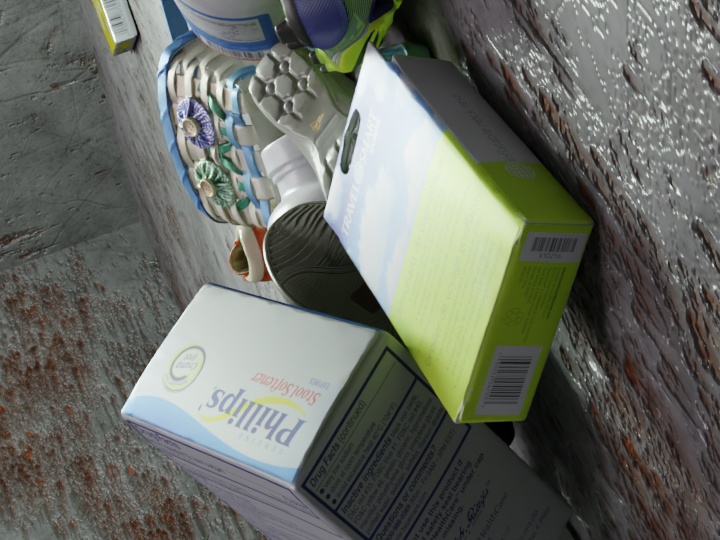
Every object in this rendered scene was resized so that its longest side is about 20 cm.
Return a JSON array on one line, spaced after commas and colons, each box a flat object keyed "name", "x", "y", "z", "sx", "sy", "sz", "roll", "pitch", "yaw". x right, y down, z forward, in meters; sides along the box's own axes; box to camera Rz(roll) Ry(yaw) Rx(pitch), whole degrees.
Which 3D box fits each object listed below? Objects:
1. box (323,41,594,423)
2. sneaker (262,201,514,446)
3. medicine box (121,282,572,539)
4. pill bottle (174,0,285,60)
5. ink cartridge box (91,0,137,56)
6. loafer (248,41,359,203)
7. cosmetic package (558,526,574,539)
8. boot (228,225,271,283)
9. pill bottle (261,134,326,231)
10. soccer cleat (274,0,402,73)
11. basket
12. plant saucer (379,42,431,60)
[{"name": "box", "x": 0.045, "y": -0.026, "z": 0.935, "sx": 0.200, "sy": 0.047, "sz": 0.123, "roll": -123, "pitch": 42, "yaw": -50}, {"name": "sneaker", "x": 0.014, "y": 0.041, "z": 1.108, "sx": 0.200, "sy": 0.075, "sz": 0.107, "roll": 42, "pitch": 165, "yaw": 38}, {"name": "medicine box", "x": -0.008, "y": 0.114, "z": 1.033, "sx": 0.181, "sy": 0.103, "sz": 0.200, "roll": 13, "pitch": 155, "yaw": 50}, {"name": "pill bottle", "x": -0.074, "y": -0.206, "z": 1.094, "sx": 0.200, "sy": 0.111, "sz": 0.113, "roll": 75, "pitch": 174, "yaw": -83}, {"name": "ink cartridge box", "x": -0.393, "y": -0.430, "z": 2.659, "sx": 0.200, "sy": 0.047, "sz": 0.199, "roll": 169, "pitch": 80, "yaw": -78}, {"name": "loafer", "x": 0.002, "y": -0.073, "z": 1.099, "sx": 0.070, "sy": 0.070, "sz": 0.201, "roll": 19, "pitch": -152, "yaw": -48}, {"name": "cosmetic package", "x": 0.095, "y": 0.247, "z": 1.164, "sx": 0.085, "sy": 0.107, "sz": 0.201, "roll": -124, "pitch": 15, "yaw": -53}, {"name": "boot", "x": -0.067, "y": -0.024, "z": 1.515, "sx": 0.200, "sy": 0.106, "sz": 0.076, "roll": 117, "pitch": 130, "yaw": -79}, {"name": "pill bottle", "x": 0.000, "y": 0.000, "z": 1.199, "sx": 0.104, "sy": 0.103, "sz": 0.202, "roll": 131, "pitch": 119, "yaw": -79}, {"name": "soccer cleat", "x": 0.002, "y": -0.155, "z": 1.004, "sx": 0.200, "sy": 0.083, "sz": 0.065, "roll": -22, "pitch": -87, "yaw": -79}, {"name": "basket", "x": -0.088, "y": -0.127, "z": 1.325, "sx": 0.200, "sy": 0.138, "sz": 0.178, "roll": 37, "pitch": 147, "yaw": 56}, {"name": "plant saucer", "x": 0.057, "y": -0.042, "z": 1.060, "sx": 0.070, "sy": 0.019, "sz": 0.202, "roll": -162, "pitch": 53, "yaw": -78}]
